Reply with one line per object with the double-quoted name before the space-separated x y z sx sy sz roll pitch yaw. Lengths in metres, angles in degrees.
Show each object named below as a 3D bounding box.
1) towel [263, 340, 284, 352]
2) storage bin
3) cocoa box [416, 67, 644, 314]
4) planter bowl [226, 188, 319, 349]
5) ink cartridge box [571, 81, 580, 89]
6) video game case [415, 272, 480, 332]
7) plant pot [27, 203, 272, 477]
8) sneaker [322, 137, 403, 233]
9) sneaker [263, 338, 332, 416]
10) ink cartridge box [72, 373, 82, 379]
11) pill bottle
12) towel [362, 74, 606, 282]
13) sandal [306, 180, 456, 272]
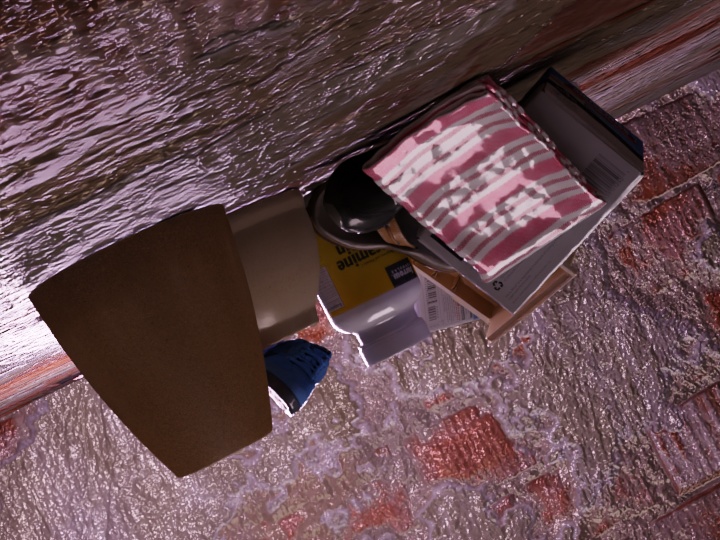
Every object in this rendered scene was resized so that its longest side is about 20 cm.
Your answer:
"towel" -0.151 0.066 1.594 0.024 0.145 0.200 23 163 -37
"storage bin" 0.128 -0.034 1.497 0.199 0.200 0.094 -47 -169 48
"cocoa box" 0.175 -0.083 1.302 0.200 0.133 0.131 -50 -178 22
"planter bowl" -0.122 0.020 1.304 0.200 0.135 0.200 -27 179 -1
"ink cartridge box" 0.191 -0.177 1.605 0.200 0.044 0.094 -25 177 -41
"video game case" 0.139 -0.034 1.641 0.182 0.200 0.022 -13 -166 -26
"plant pot" -0.160 0.071 1.120 0.186 0.200 0.186 -27 180 0
"sneaker" 0.043 -0.106 1.239 0.200 0.075 0.079 -36 175 -36
"sneaker" -0.068 0.100 1.322 0.078 0.066 0.200 -39 -178 -3
"ink cartridge box" -0.257 0.055 1.532 0.200 0.067 0.116 -26 180 -30
"pill bottle" 0.000 0.000 1.431 0.112 0.200 0.112 -26 179 0
"towel" 0.117 -0.077 1.187 0.146 0.200 0.030 -35 -145 22
"sandal" 0.040 -0.050 1.367 0.200 0.082 0.055 21 160 -18
